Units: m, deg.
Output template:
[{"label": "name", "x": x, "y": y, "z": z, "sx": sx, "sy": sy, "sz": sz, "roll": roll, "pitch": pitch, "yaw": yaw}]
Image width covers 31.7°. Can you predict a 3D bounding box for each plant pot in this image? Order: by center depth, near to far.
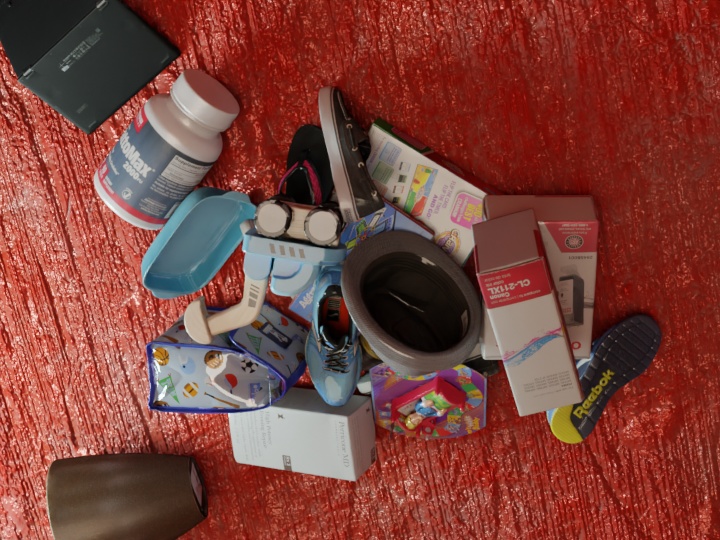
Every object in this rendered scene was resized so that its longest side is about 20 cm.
[{"label": "plant pot", "x": -0.331, "y": 0.342, "z": 1.859, "sx": 0.198, "sy": 0.187, "sz": 0.188, "roll": -16, "pitch": 105, "yaw": 2}]

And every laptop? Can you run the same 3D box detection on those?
[{"label": "laptop", "x": -0.378, "y": -0.326, "z": 1.716, "sx": 0.187, "sy": 0.116, "sz": 0.200, "roll": -36, "pitch": 126, "yaw": 21}]

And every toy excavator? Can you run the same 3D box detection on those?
[{"label": "toy excavator", "x": -0.119, "y": 0.004, "z": 1.615, "sx": 0.193, "sy": 0.100, "sz": 0.202, "roll": 9, "pitch": 98, "yaw": 2}]

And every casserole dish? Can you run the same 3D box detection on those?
[{"label": "casserole dish", "x": -0.225, "y": -0.044, "z": 1.730, "sx": 0.200, "sy": 0.121, "sz": 0.039, "roll": -50, "pitch": 56, "yaw": 23}]

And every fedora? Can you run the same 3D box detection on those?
[{"label": "fedora", "x": 0.059, "y": 0.056, "z": 1.622, "sx": 0.200, "sy": 0.176, "sz": 0.091, "roll": 47, "pitch": 146, "yaw": 17}]

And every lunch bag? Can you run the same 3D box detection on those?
[{"label": "lunch bag", "x": -0.172, "y": 0.119, "z": 1.737, "sx": 0.198, "sy": 0.170, "sz": 0.125, "roll": 4, "pitch": 108, "yaw": 13}]

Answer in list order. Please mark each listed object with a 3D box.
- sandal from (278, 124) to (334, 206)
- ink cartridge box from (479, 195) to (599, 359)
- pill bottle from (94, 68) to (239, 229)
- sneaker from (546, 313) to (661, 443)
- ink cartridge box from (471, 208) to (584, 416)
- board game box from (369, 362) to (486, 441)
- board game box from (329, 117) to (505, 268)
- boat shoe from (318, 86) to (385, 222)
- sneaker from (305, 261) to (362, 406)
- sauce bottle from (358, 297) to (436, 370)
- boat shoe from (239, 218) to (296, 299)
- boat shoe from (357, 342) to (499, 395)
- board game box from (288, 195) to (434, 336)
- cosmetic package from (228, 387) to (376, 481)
[{"label": "sandal", "x": -0.078, "y": -0.095, "z": 1.671, "sx": 0.075, "sy": 0.045, "sz": 0.202, "roll": 8, "pitch": 85, "yaw": 25}, {"label": "ink cartridge box", "x": 0.227, "y": 0.011, "z": 1.632, "sx": 0.144, "sy": 0.085, "sz": 0.201, "roll": 0, "pitch": 117, "yaw": 2}, {"label": "pill bottle", "x": -0.254, "y": -0.164, "z": 1.684, "sx": 0.119, "sy": 0.120, "sz": 0.200, "roll": 40, "pitch": 112, "yaw": -3}, {"label": "sneaker", "x": 0.315, "y": 0.134, "z": 1.683, "sx": 0.074, "sy": 0.082, "sz": 0.200, "roll": 42, "pitch": 91, "yaw": -8}, {"label": "ink cartridge box", "x": 0.200, "y": 0.051, "z": 1.524, "sx": 0.082, "sy": 0.146, "sz": 0.201, "roll": -15, "pitch": 114, "yaw": 9}, {"label": "board game box", "x": 0.091, "y": 0.190, "z": 1.715, "sx": 0.157, "sy": 0.039, "sz": 0.201, "roll": 3, "pitch": 142, "yaw": 6}, {"label": "board game box", "x": 0.069, "y": -0.085, "z": 1.680, "sx": 0.199, "sy": 0.040, "sz": 0.154, "roll": 32, "pitch": 112, "yaw": 1}, {"label": "boat shoe", "x": -0.012, "y": -0.152, "z": 1.621, "sx": 0.056, "sy": 0.069, "sz": 0.201, "roll": -14, "pitch": 62, "yaw": 5}, {"label": "sneaker", "x": -0.039, "y": 0.091, "z": 1.662, "sx": 0.078, "sy": 0.090, "sz": 0.202, "roll": 0, "pitch": 113, "yaw": 4}, {"label": "sauce bottle", "x": 0.034, "y": 0.093, "z": 1.736, "sx": 0.200, "sy": 0.066, "sz": 0.066, "roll": -39, "pitch": 97, "yaw": 20}, {"label": "boat shoe", "x": -0.081, "y": -0.002, "z": 1.730, "sx": 0.068, "sy": 0.072, "sz": 0.200, "roll": -40, "pitch": 94, "yaw": 8}, {"label": "boat shoe", "x": 0.092, "y": 0.145, "z": 1.737, "sx": 0.199, "sy": 0.071, "sz": 0.064, "roll": -18, "pitch": 103, "yaw": 16}, {"label": "board game box", "x": 0.000, "y": 0.000, "z": 1.681, "sx": 0.103, "sy": 0.019, "sz": 0.200, "roll": 33, "pitch": 110, "yaw": -10}, {"label": "cosmetic package", "x": -0.082, "y": 0.224, "z": 1.779, "sx": 0.199, "sy": 0.074, "sz": 0.103, "roll": 3, "pitch": 111, "yaw": 29}]
